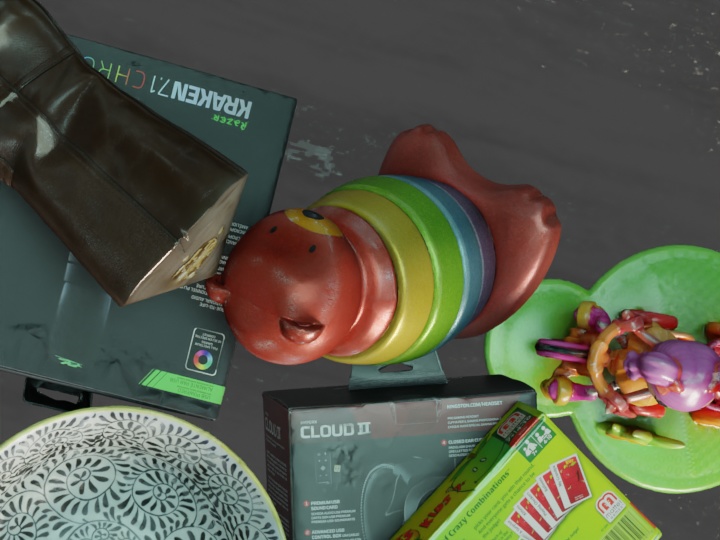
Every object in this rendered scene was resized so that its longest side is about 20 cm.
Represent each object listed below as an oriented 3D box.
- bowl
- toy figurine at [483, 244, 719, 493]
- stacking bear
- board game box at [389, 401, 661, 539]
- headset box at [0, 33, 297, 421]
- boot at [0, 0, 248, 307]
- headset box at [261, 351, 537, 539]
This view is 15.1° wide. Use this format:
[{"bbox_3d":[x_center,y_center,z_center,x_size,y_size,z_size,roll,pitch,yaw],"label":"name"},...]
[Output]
[{"bbox_3d":[-0.146,0.173,1.517,0.200,0.094,0.202,0,90,-15],"label":"bowl"},{"bbox_3d":[0.190,0.055,1.556,0.199,0.184,0.151,11,87,-13],"label":"toy figurine"},{"bbox_3d":[0.000,0.000,1.495,0.121,0.200,0.114,33,116,26],"label":"stacking bear"},{"bbox_3d":[0.061,0.182,1.511,0.102,0.048,0.200,45,84,-14],"label":"board game box"},{"bbox_3d":[-0.148,-0.020,1.517,0.174,0.093,0.201,15,87,-13],"label":"headset box"},{"bbox_3d":[-0.179,-0.034,1.421,0.200,0.064,0.186,41,91,6],"label":"boot"},{"bbox_3d":[0.024,0.147,1.561,0.148,0.077,0.201,-4,96,-14],"label":"headset box"}]
